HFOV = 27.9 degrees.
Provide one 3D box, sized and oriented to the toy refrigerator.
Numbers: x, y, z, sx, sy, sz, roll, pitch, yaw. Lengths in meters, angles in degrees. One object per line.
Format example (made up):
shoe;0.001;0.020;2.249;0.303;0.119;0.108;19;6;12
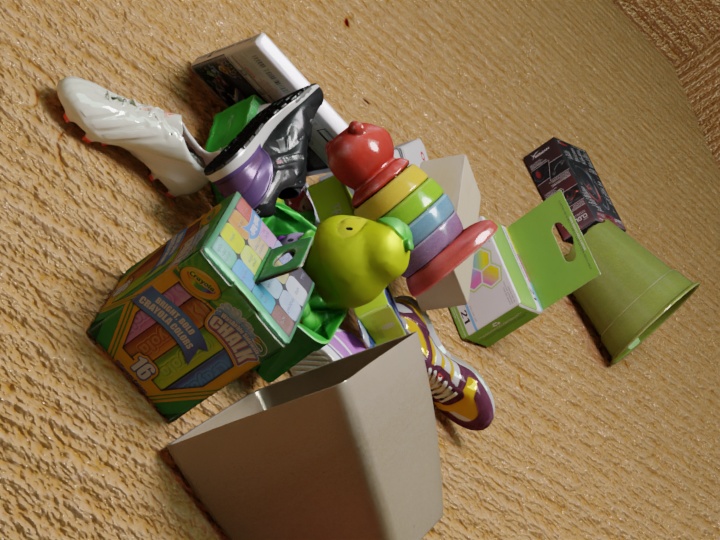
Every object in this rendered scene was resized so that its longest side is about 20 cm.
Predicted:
toy refrigerator;0.102;-0.049;1.832;0.201;0.069;0.076;-79;152;-43

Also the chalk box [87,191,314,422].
chalk box;-0.131;0.023;1.357;0.124;0.199;0.125;49;25;-14

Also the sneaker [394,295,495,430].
sneaker;0.084;0.128;1.788;0.200;0.075;0.090;49;30;0

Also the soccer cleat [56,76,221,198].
soccer cleat;-0.231;-0.152;1.530;0.200;0.077;0.070;37;31;-36

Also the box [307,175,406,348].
box;0.000;0.000;1.706;0.122;0.047;0.202;57;11;-68

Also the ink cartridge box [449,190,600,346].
ink cartridge box;0.211;-0.010;2.021;0.075;0.199;0.149;18;44;-53

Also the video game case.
video game case;-0.096;-0.193;1.741;0.200;0.181;0.023;46;67;-21

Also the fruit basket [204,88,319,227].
fruit basket;-0.096;-0.100;1.701;0.200;0.093;0.186;49;26;-24

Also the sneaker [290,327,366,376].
sneaker;0.009;0.145;1.625;0.201;0.072;0.114;56;22;-1

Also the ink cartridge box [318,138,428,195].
ink cartridge box;0.037;-0.080;1.890;0.200;0.084;0.147;-31;104;-67

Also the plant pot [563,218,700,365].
plant pot;0.434;0.021;2.438;0.190;0.200;0.200;49;23;12

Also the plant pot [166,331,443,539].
plant pot;-0.030;0.191;1.375;0.200;0.198;0.179;-27;96;-65

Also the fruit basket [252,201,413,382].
fruit basket;-0.049;-0.003;1.515;0.155;0.216;0.216;37;27;-3

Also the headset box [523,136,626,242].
headset box;0.397;-0.130;2.652;0.148;0.075;0.201;10;51;-57

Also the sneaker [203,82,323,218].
sneaker;-0.090;-0.124;1.580;0.088;0.075;0.200;54;46;-16

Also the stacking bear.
stacking bear;0.040;-0.081;1.653;0.114;0.121;0.201;-40;93;-33
